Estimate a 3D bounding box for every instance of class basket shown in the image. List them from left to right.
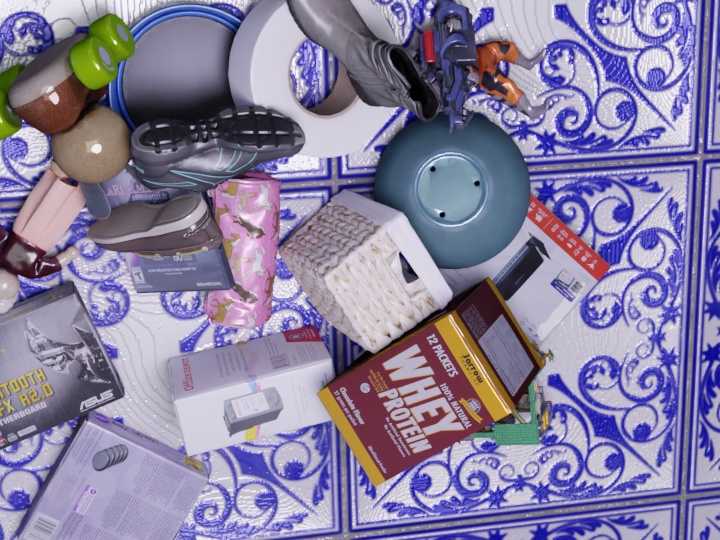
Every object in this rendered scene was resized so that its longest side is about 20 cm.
[{"bbox_3d":[0.000,0.000,1.633,0.123,0.200,0.136,-38,112,-11],"label":"basket"}]

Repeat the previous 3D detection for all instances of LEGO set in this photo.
[{"bbox_3d":[0.170,0.156,1.770,0.199,0.116,0.154,-12,98,20],"label":"LEGO set"}]

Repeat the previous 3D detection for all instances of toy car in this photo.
[{"bbox_3d":[-0.310,-0.161,1.544,0.164,0.158,0.200,-24,113,18],"label":"toy car"}]

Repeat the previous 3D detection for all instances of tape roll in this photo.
[{"bbox_3d":[-0.053,-0.237,1.603,0.202,0.071,0.203,-7,105,-28],"label":"tape roll"}]

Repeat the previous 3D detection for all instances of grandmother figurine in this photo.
[{"bbox_3d":[-0.402,-0.037,1.625,0.121,0.061,0.200,32,95,-8],"label":"grandmother figurine"}]

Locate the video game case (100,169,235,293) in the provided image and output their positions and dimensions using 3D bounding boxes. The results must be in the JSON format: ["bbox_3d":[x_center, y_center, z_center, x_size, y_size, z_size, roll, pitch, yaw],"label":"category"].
[{"bbox_3d":[-0.240,-0.066,1.623,0.142,0.019,0.201,-2,116,28],"label":"video game case"}]

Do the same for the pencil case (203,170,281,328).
[{"bbox_3d":[-0.148,-0.025,1.669,0.086,0.083,0.201,12,108,25],"label":"pencil case"}]

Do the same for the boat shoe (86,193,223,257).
[{"bbox_3d":[-0.244,-0.044,1.582,0.060,0.200,0.072,54,47,-30],"label":"boat shoe"}]

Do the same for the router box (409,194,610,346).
[{"bbox_3d":[0.197,-0.004,1.762,0.200,0.049,0.180,39,95,-19],"label":"router box"}]

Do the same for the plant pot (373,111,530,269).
[{"bbox_3d":[0.111,-0.099,1.639,0.199,0.135,0.201,0,92,4],"label":"plant pot"}]

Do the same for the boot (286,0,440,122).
[{"bbox_3d":[0.011,-0.256,1.517,0.068,0.131,0.200,-48,119,-11],"label":"boot"}]

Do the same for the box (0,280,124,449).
[{"bbox_3d":[-0.415,0.123,1.666,0.199,0.048,0.159,-22,116,-5],"label":"box"}]

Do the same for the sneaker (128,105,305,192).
[{"bbox_3d":[-0.162,-0.136,1.527,0.199,0.076,0.079,-5,138,-10],"label":"sneaker"}]

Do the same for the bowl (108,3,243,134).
[{"bbox_3d":[-0.204,-0.222,1.620,0.200,0.039,0.201,-3,107,-10],"label":"bowl"}]

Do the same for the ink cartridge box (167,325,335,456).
[{"bbox_3d":[-0.134,0.148,1.687,0.199,0.148,0.086,-14,108,-6],"label":"ink cartridge box"}]

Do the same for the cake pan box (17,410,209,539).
[{"bbox_3d":[-0.323,0.305,1.747,0.184,0.052,0.200,28,99,-16],"label":"cake pan box"}]

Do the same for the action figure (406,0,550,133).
[{"bbox_3d":[0.132,-0.226,1.645,0.193,0.201,0.105,12,149,-7],"label":"action figure"}]

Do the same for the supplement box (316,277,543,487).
[{"bbox_3d":[0.088,0.131,1.619,0.197,0.200,0.133,-32,91,22],"label":"supplement box"}]
